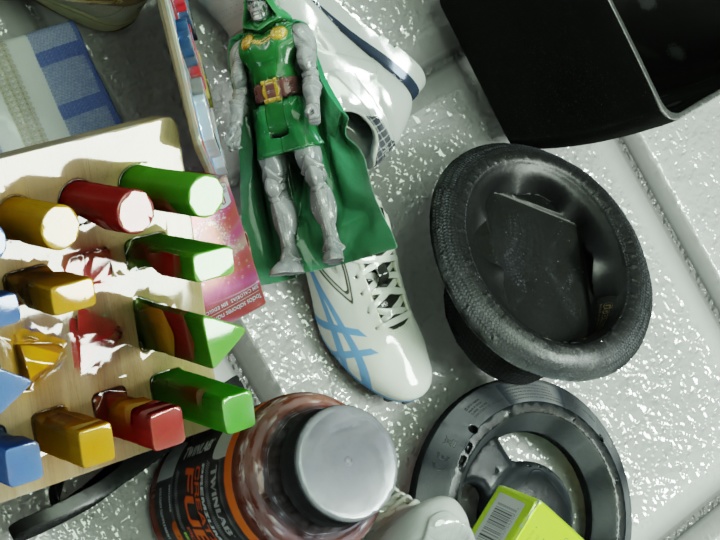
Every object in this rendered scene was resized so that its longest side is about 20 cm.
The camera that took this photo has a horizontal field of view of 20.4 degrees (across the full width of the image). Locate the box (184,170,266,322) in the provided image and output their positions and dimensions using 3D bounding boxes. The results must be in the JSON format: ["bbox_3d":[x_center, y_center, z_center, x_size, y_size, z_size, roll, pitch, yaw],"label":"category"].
[{"bbox_3d":[-0.173,0.015,1.286,0.199,0.099,0.096,-29,113,-32],"label":"box"}]

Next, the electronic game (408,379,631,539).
[{"bbox_3d":[0.118,0.178,1.451,0.198,0.041,0.202,4,82,-32],"label":"electronic game"}]

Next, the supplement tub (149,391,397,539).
[{"bbox_3d":[-0.053,0.137,1.274,0.106,0.200,0.108,8,72,-26],"label":"supplement tub"}]

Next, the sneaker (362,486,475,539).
[{"bbox_3d":[0.010,0.171,1.310,0.077,0.200,0.100,-11,72,-25],"label":"sneaker"}]

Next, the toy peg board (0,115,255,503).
[{"bbox_3d":[-0.160,0.029,1.174,0.198,0.097,0.202,-17,106,-35],"label":"toy peg board"}]

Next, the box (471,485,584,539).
[{"bbox_3d":[0.134,0.251,1.395,0.200,0.048,0.122,43,75,-36],"label":"box"}]

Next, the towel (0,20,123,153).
[{"bbox_3d":[-0.245,-0.072,1.326,0.199,0.024,0.148,-25,90,-32],"label":"towel"}]

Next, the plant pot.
[{"bbox_3d":[0.179,-0.197,1.495,0.199,0.177,0.201,-28,91,-43],"label":"plant pot"}]

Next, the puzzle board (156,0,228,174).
[{"bbox_3d":[-0.113,-0.138,1.325,0.017,0.200,0.152,-15,83,-1],"label":"puzzle board"}]

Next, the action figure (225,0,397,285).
[{"bbox_3d":[-0.052,-0.099,1.374,0.055,0.117,0.202,8,68,-70],"label":"action figure"}]

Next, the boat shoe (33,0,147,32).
[{"bbox_3d":[-0.230,-0.222,1.348,0.198,0.066,0.075,14,71,-24],"label":"boat shoe"}]

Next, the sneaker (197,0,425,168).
[{"bbox_3d":[-0.046,-0.155,1.434,0.199,0.076,0.081,32,73,-17],"label":"sneaker"}]

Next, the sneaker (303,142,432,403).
[{"bbox_3d":[0.000,0.000,1.416,0.072,0.072,0.201,-25,91,-33],"label":"sneaker"}]

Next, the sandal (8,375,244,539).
[{"bbox_3d":[-0.158,0.113,1.300,0.200,0.075,0.045,-36,95,-39],"label":"sandal"}]

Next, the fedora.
[{"bbox_3d":[0.115,0.009,1.453,0.199,0.092,0.202,16,50,-19],"label":"fedora"}]
